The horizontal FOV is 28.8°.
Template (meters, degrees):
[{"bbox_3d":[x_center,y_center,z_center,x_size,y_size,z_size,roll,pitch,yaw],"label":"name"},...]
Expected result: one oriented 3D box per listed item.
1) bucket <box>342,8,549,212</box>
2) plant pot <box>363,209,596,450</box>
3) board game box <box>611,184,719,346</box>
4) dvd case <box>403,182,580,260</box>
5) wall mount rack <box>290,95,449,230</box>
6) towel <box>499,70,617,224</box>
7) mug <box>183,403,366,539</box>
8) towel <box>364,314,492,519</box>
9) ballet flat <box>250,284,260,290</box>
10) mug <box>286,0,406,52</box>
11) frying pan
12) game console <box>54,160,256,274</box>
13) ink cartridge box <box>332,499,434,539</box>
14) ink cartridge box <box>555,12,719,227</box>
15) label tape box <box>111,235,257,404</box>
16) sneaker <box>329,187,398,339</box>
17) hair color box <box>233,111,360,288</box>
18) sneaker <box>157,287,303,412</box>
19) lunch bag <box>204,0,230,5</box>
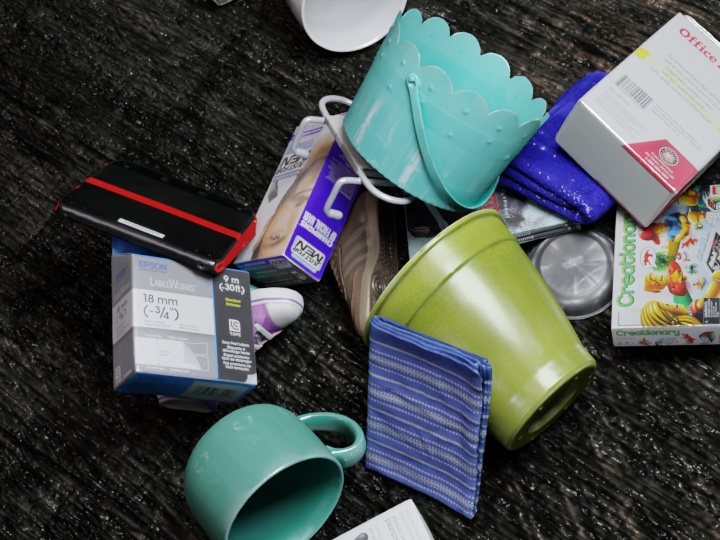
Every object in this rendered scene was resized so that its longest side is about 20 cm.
[{"bbox_3d":[0.088,-0.169,1.513,0.208,0.206,0.135,51,119,32],"label":"bucket"},{"bbox_3d":[0.138,0.075,1.468,0.200,0.201,0.193,-41,69,-9],"label":"plant pot"},{"bbox_3d":[0.337,-0.008,1.512,0.124,0.035,0.202,-3,49,16],"label":"board game box"},{"bbox_3d":[0.148,-0.083,1.628,0.197,0.022,0.147,-12,48,10],"label":"dvd case"},{"bbox_3d":[0.020,-0.110,1.572,0.172,0.075,0.201,4,38,-30],"label":"wall mount rack"},{"bbox_3d":[0.260,-0.146,1.598,0.147,0.050,0.200,29,56,29],"label":"towel"},{"bbox_3d":[-0.099,0.217,1.483,0.114,0.184,0.153,42,118,35],"label":"mug"},{"bbox_3d":[0.064,0.152,1.440,0.143,0.202,0.024,21,37,28],"label":"towel"},{"bbox_3d":[-0.202,0.019,1.672,0.198,0.068,0.073,26,91,28],"label":"ballet flat"},{"bbox_3d":[-0.060,-0.389,1.788,0.197,0.149,0.176,-3,41,-26],"label":"mug"},{"bbox_3d":[0.243,-0.034,1.585,0.113,0.031,0.193,0,63,14],"label":"frying pan"},{"bbox_3d":[-0.225,-0.061,1.583,0.197,0.031,0.177,20,26,5],"label":"game console"},{"bbox_3d":[0.000,0.347,1.405,0.198,0.084,0.146,-28,57,0],"label":"ink cartridge box"},{"bbox_3d":[0.335,-0.168,1.544,0.145,0.084,0.200,45,61,11],"label":"ink cartridge box"},{"bbox_3d":[-0.194,0.035,1.524,0.143,0.063,0.203,9,61,-30],"label":"label tape box"},{"bbox_3d":[0.000,0.000,1.625,0.075,0.070,0.202,-16,51,27],"label":"sneaker"},{"bbox_3d":[-0.063,-0.082,1.655,0.109,0.065,0.202,-9,53,52],"label":"hair color box"},{"bbox_3d":[-0.147,0.100,1.602,0.198,0.073,0.116,-23,57,16],"label":"sneaker"},{"bbox_3d":[-0.174,-0.474,1.909,0.200,0.118,0.164,-41,58,-1],"label":"lunch bag"}]
